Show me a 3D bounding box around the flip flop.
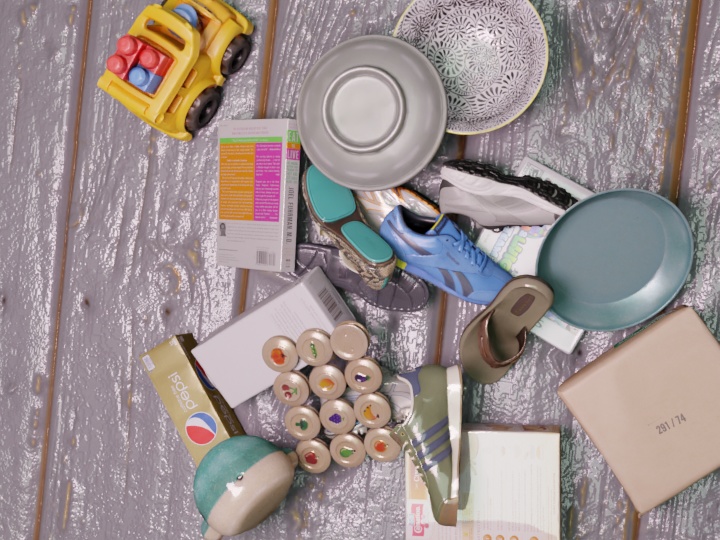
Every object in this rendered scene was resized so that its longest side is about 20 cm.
[{"bbox_3d":[0.182,0.084,1.341,0.081,0.058,0.200,21,137,-9],"label":"flip flop"}]

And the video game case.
[{"bbox_3d":[0.246,-0.020,1.391,0.182,0.024,0.200,30,96,10],"label":"video game case"}]

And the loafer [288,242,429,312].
[{"bbox_3d":[0.000,0.000,1.425,0.200,0.063,0.072,16,106,8],"label":"loafer"}]

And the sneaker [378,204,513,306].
[{"bbox_3d":[0.119,-0.020,1.349,0.200,0.066,0.078,25,127,-1],"label":"sneaker"}]

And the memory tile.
[{"bbox_3d":[-0.037,0.167,1.371,0.153,0.017,0.200,-12,105,19],"label":"memory tile"}]

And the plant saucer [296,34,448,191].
[{"bbox_3d":[0.008,-0.200,1.333,0.200,0.050,0.200,0,91,16],"label":"plant saucer"}]

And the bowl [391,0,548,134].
[{"bbox_3d":[0.144,-0.271,1.374,0.201,0.094,0.201,0,90,11],"label":"bowl"}]

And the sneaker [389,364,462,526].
[{"bbox_3d":[0.081,0.216,1.328,0.090,0.067,0.200,2,82,4],"label":"sneaker"}]

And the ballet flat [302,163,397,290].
[{"bbox_3d":[-0.021,-0.050,1.364,0.068,0.075,0.200,-20,55,-25],"label":"ballet flat"}]

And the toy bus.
[{"bbox_3d":[-0.257,-0.290,1.408,0.136,0.192,0.200,34,95,11],"label":"toy bus"}]

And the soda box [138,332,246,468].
[{"bbox_3d":[-0.224,0.188,1.465,0.064,0.068,0.200,-30,84,10],"label":"soda box"}]

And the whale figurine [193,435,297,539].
[{"bbox_3d":[-0.155,0.281,1.386,0.159,0.200,0.104,-43,74,-14],"label":"whale figurine"}]

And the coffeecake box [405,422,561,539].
[{"bbox_3d":[0.161,0.280,1.384,0.200,0.073,0.154,0,90,11],"label":"coffeecake box"}]

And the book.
[{"bbox_3d":[-0.138,-0.102,1.426,0.134,0.048,0.200,6,94,44],"label":"book"}]

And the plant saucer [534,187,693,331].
[{"bbox_3d":[0.312,-0.017,1.320,0.200,0.036,0.200,-2,118,-4],"label":"plant saucer"}]

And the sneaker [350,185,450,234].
[{"bbox_3d":[0.016,-0.088,1.415,0.200,0.076,0.092,35,101,10],"label":"sneaker"}]

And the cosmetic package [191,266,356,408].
[{"bbox_3d":[-0.115,0.090,1.413,0.200,0.074,0.102,-30,98,24],"label":"cosmetic package"}]

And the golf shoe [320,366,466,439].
[{"bbox_3d":[0.037,0.159,1.411,0.200,0.078,0.097,-18,81,10],"label":"golf shoe"}]

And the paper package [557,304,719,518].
[{"bbox_3d":[0.378,0.170,1.325,0.200,0.103,0.191,-35,84,10],"label":"paper package"}]

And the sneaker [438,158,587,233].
[{"bbox_3d":[0.195,-0.082,1.360,0.200,0.074,0.079,17,113,11],"label":"sneaker"}]
